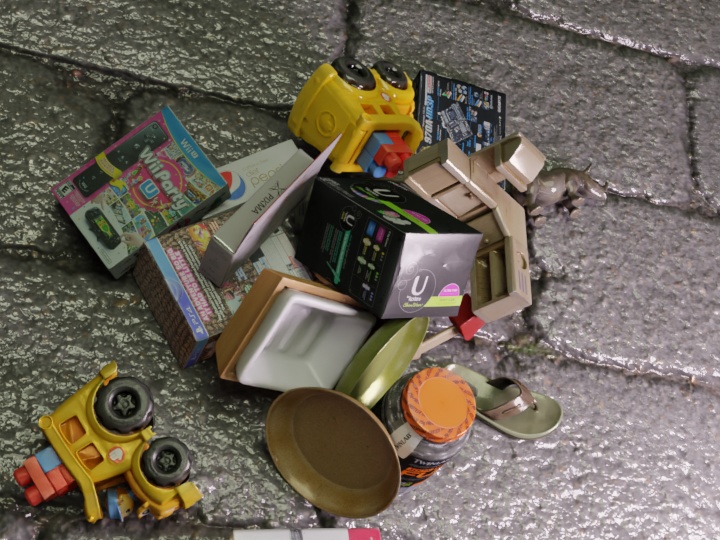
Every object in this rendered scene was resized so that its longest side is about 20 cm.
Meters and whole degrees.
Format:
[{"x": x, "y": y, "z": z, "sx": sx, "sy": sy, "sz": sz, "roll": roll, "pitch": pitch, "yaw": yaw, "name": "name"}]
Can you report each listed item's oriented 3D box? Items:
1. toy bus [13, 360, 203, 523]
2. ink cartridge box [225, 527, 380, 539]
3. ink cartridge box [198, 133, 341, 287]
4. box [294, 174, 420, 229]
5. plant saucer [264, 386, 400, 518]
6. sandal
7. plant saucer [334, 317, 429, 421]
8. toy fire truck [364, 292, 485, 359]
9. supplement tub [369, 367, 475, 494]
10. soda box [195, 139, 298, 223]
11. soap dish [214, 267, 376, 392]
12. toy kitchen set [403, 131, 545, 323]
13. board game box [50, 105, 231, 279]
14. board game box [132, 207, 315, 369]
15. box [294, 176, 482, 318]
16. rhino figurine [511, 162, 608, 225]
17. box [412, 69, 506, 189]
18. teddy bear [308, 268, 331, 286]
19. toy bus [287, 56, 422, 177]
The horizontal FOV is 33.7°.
[{"x": -0.315, "y": 0.242, "z": 1.462, "sx": 0.191, "sy": 0.136, "sz": 0.200, "roll": -34, "pitch": 81, "yaw": -19, "name": "toy bus"}, {"x": -0.072, "y": 0.404, "z": 1.486, "sx": 0.199, "sy": 0.083, "sz": 0.146, "roll": 3, "pitch": 62, "yaw": -19, "name": "ink cartridge box"}, {"x": -0.120, "y": -0.090, "z": 1.565, "sx": 0.045, "sy": 0.176, "sz": 0.200, "roll": 39, "pitch": 56, "yaw": 3, "name": "ink cartridge box"}, {"x": 0.005, "y": -0.100, "z": 1.776, "sx": 0.199, "sy": 0.082, "sz": 0.069, "roll": -8, "pitch": 104, "yaw": -30, "name": "box"}, {"x": -0.030, "y": 0.228, "z": 1.539, "sx": 0.200, "sy": 0.200, "sz": 0.035, "roll": 41, "pitch": 40, "yaw": 4, "name": "plant saucer"}, {"x": 0.204, "y": 0.188, "z": 1.728, "sx": 0.200, "sy": 0.057, "sz": 0.080, "roll": 20, "pitch": 57, "yaw": -10, "name": "sandal"}, {"x": 0.020, "y": 0.131, "z": 1.607, "sx": 0.031, "sy": 0.201, "sz": 0.200, "roll": 37, "pitch": 55, "yaw": 16, "name": "plant saucer"}, {"x": 0.071, "y": 0.085, "z": 1.709, "sx": 0.200, "sy": 0.141, "sz": 0.049, "roll": -38, "pitch": 44, "yaw": 1, "name": "toy fire truck"}, {"x": 0.070, "y": 0.211, "z": 1.578, "sx": 0.122, "sy": 0.200, "sz": 0.123, "roll": 9, "pitch": 60, "yaw": -16, "name": "supplement tub"}, {"x": -0.172, "y": -0.120, "z": 1.747, "sx": 0.199, "sy": 0.064, "sz": 0.068, "roll": -26, "pitch": 74, "yaw": -30, "name": "soda box"}, {"x": -0.087, "y": 0.082, "z": 1.581, "sx": 0.199, "sy": 0.158, "sz": 0.081, "roll": 18, "pitch": 20, "yaw": -50, "name": "soap dish"}, {"x": 0.183, "y": -0.072, "z": 1.661, "sx": 0.200, "sy": 0.163, "sz": 0.181, "roll": 36, "pitch": 42, "yaw": -38, "name": "toy kitchen set"}, {"x": -0.302, "y": -0.108, "z": 1.644, "sx": 0.200, "sy": 0.064, "sz": 0.148, "roll": -37, "pitch": 78, "yaw": -9, "name": "board game box"}, {"x": -0.186, "y": 0.016, "z": 1.646, "sx": 0.199, "sy": 0.097, "sz": 0.160, "roll": -21, "pitch": 72, "yaw": -29, "name": "board game box"}, {"x": 0.035, "y": -0.033, "z": 1.598, "sx": 0.148, "sy": 0.125, "sz": 0.200, "roll": -1, "pitch": 24, "yaw": -42, "name": "box"}, {"x": 0.333, "y": -0.133, "z": 1.953, "sx": 0.199, "sy": 0.060, "sz": 0.088, "roll": -11, "pitch": 57, "yaw": -30, "name": "rhino figurine"}, {"x": 0.158, "y": -0.220, "z": 1.940, "sx": 0.158, "sy": 0.046, "sz": 0.201, "roll": 13, "pitch": 59, "yaw": -14, "name": "box"}, {"x": 0.000, "y": 0.000, "z": 1.756, "sx": 0.199, "sy": 0.067, "sz": 0.146, "roll": -16, "pitch": 74, "yaw": -35, "name": "teddy bear"}, {"x": 0.024, "y": -0.210, "z": 1.780, "sx": 0.199, "sy": 0.136, "sz": 0.192, "roll": -7, "pitch": 48, "yaw": -47, "name": "toy bus"}]
